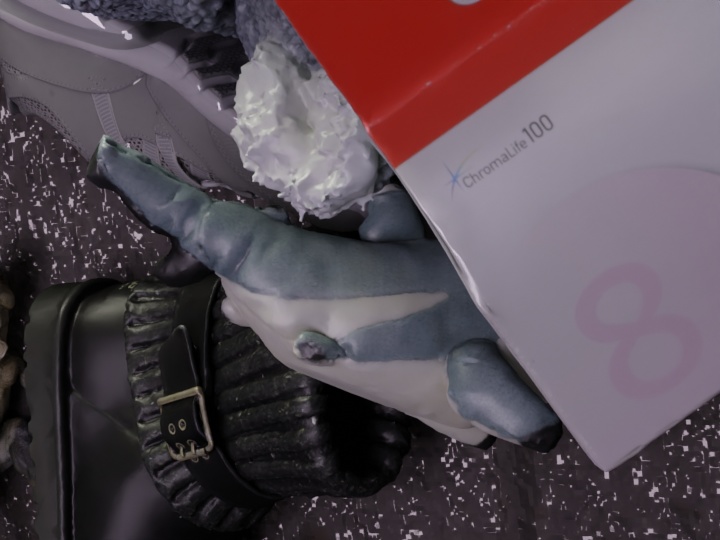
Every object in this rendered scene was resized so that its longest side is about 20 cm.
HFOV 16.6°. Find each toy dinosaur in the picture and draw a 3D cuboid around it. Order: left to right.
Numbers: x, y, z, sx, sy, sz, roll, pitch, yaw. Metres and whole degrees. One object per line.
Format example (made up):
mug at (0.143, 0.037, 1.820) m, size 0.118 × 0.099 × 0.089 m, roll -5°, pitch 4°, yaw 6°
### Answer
toy dinosaur at (-0.162, 0.088, 1.053) m, size 0.088 × 0.047 × 0.200 m, roll 39°, pitch 118°, yaw 37°

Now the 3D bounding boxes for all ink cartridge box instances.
ink cartridge box at (0.086, -0.059, 0.771) m, size 0.162 × 0.057 × 0.200 m, roll -36°, pitch 119°, yaw 2°

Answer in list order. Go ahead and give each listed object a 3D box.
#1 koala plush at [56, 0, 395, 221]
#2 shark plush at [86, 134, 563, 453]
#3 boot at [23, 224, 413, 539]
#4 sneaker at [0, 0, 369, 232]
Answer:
koala plush at (-0.014, -0.116, 0.856) m, size 0.200 × 0.177 × 0.184 m, roll 46°, pitch 139°, yaw 15°
shark plush at (0.000, 0.000, 0.875) m, size 0.200 × 0.091 × 0.083 m, roll 20°, pitch 83°, yaw 1°
boot at (-0.048, 0.093, 0.960) m, size 0.158 × 0.079 × 0.212 m, roll -7°, pitch 95°, yaw 33°
sneaker at (-0.063, -0.060, 0.958) m, size 0.200 × 0.075 × 0.082 m, roll 32°, pitch 128°, yaw 31°
